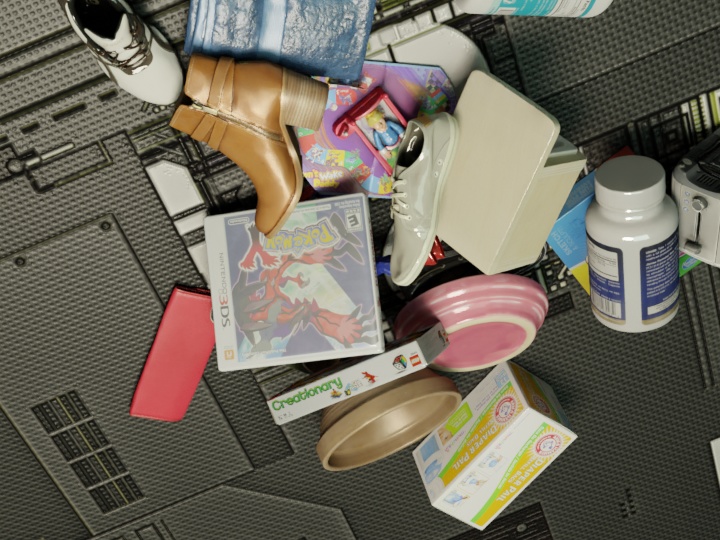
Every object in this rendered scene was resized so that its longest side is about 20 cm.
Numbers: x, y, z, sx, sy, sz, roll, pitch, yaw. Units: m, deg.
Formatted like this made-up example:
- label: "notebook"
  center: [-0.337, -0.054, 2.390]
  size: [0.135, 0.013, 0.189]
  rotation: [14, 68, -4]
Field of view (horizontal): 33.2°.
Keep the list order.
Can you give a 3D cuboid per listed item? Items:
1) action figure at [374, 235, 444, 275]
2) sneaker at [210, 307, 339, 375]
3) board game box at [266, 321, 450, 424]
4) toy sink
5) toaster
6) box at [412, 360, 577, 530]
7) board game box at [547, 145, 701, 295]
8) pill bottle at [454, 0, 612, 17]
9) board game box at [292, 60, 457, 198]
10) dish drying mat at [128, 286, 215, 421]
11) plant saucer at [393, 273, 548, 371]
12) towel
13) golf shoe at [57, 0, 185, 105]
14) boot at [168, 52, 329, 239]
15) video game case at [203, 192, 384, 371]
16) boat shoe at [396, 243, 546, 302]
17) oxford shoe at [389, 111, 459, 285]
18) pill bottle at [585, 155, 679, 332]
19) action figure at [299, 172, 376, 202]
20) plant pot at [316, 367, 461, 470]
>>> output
- label: "action figure"
  center: [0.000, 0.000, 1.465]
  size: [0.199, 0.065, 0.052]
  rotation: [-22, 99, 21]
- label: "sneaker"
  center: [-0.109, 0.078, 1.511]
  size: [0.089, 0.067, 0.200]
  rotation: [3, 160, 32]
- label: "board game box"
  center: [0.000, 0.121, 1.432]
  size: [0.199, 0.126, 0.035]
  rotation: [-23, 90, 18]
- label: "toy sink"
  center: [0.169, -0.118, 1.386]
  size: [0.112, 0.130, 0.201]
  rotation: [-14, 134, -46]
- label: "toaster"
  center: [0.460, -0.094, 1.490]
  size: [0.200, 0.113, 0.130]
  rotation: [-36, 140, -36]
- label: "box"
  center: [0.183, 0.240, 1.662]
  size: [0.101, 0.113, 0.200]
  rotation: [31, 110, -30]
- label: "board game box"
  center: [0.333, -0.042, 1.554]
  size: [0.153, 0.040, 0.200]
  rotation: [-37, 124, 11]
- label: "pill bottle"
  center: [0.201, -0.327, 1.284]
  size: [0.199, 0.111, 0.111]
  rotation: [-1, 124, -14]
- label: "board game box"
  center: [0.023, -0.155, 1.373]
  size: [0.199, 0.039, 0.159]
  rotation: [3, 108, -15]
- label: "dish drying mat"
  center: [-0.229, 0.107, 1.524]
  size: [0.076, 0.018, 0.201]
  rotation: [13, 118, -23]
- label: "plant saucer"
  center: [0.144, 0.074, 1.529]
  size: [0.199, 0.051, 0.201]
  rotation: [-9, 150, -5]
- label: "towel"
  center: [-0.084, -0.264, 1.283]
  size: [0.199, 0.049, 0.112]
  rotation: [5, 119, -15]
- label: "golf shoe"
  center: [-0.250, -0.233, 1.241]
  size: [0.078, 0.095, 0.200]
  rotation: [-34, 126, 8]
- label: "boot"
  center: [-0.132, -0.135, 1.307]
  size: [0.154, 0.077, 0.201]
  rotation: [11, 125, -13]
- label: "video game case"
  center: [-0.078, 0.014, 1.385]
  size: [0.199, 0.023, 0.183]
  rotation: [-8, 85, 14]
- label: "boat shoe"
  center: [0.144, 0.001, 1.518]
  size: [0.199, 0.066, 0.070]
  rotation: [-11, 126, -7]
- label: "oxford shoe"
  center: [0.057, -0.082, 1.356]
  size: [0.057, 0.075, 0.201]
  rotation: [7, 103, -28]
- label: "pill bottle"
  center: [0.330, -0.034, 1.464]
  size: [0.110, 0.111, 0.201]
  rotation: [-15, 126, -4]
- label: "action figure"
  center: [-0.067, -0.061, 1.435]
  size: [0.199, 0.052, 0.066]
  rotation: [-32, 120, 6]
- label: "plant pot"
  center: [0.024, 0.171, 1.564]
  size: [0.200, 0.093, 0.201]
  rotation: [-22, 158, -10]
